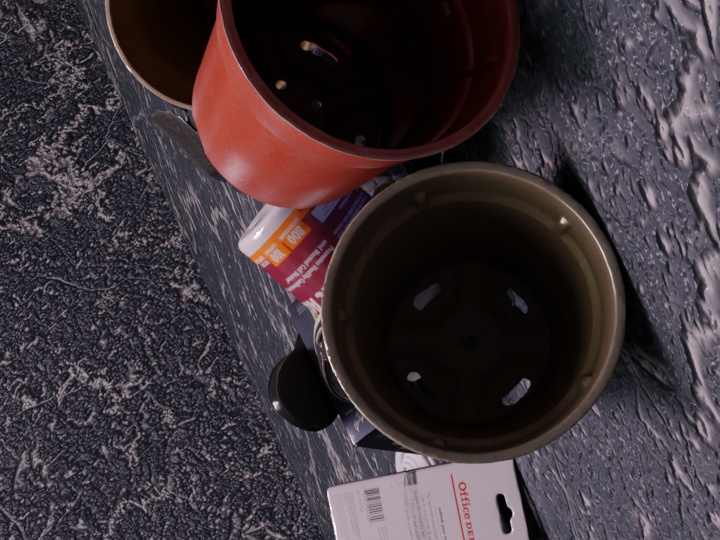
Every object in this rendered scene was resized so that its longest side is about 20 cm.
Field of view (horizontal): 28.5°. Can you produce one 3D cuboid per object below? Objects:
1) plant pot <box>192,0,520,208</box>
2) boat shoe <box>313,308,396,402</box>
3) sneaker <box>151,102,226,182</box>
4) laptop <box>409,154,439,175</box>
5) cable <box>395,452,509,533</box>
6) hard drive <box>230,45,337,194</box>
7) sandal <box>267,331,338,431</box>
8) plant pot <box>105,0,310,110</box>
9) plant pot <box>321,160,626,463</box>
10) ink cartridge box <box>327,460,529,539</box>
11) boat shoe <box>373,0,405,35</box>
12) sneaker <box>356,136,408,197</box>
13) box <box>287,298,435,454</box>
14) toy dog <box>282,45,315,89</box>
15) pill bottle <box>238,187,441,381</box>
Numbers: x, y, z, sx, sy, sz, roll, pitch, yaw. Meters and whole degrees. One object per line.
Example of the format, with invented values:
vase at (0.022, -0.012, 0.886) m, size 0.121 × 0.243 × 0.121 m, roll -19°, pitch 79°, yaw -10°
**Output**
plant pot at (-0.023, -0.139, 0.965) m, size 0.201 × 0.200 × 0.195 m, roll 66°, pitch 156°, yaw 6°
boat shoe at (-0.002, 0.058, 1.183) m, size 0.200 × 0.074 × 0.060 m, roll 106°, pitch 174°, yaw -50°
sneaker at (-0.112, -0.117, 1.366) m, size 0.200 × 0.060 × 0.104 m, roll 36°, pitch 155°, yaw 4°
laptop at (0.013, -0.114, 1.168) m, size 0.200 × 0.103 × 0.177 m, roll 46°, pitch 160°, yaw 23°
cable at (0.105, 0.267, 1.551) m, size 0.200 × 0.069 × 0.200 m, roll 83°, pitch 161°, yaw -48°
hard drive at (-0.057, -0.125, 1.205) m, size 0.042 × 0.135 × 0.200 m, roll 33°, pitch 169°, yaw -5°
sandal at (-0.051, 0.103, 1.341) m, size 0.075 × 0.048 × 0.200 m, roll 51°, pitch -159°, yaw -9°
plant pot at (-0.120, -0.256, 1.314) m, size 0.200 × 0.186 × 0.187 m, roll -72°, pitch -36°, yaw -73°
plant pot at (0.080, 0.040, 1.016) m, size 0.184 × 0.200 × 0.201 m, roll 66°, pitch 179°, yaw -80°
ink cartridge box at (0.078, 0.255, 1.425) m, size 0.068 × 0.199 × 0.117 m, roll 5°, pitch -108°, yaw -69°
boat shoe at (0.008, -0.264, 1.032) m, size 0.066 × 0.070 × 0.201 m, roll -18°, pitch 93°, yaw 66°
sneaker at (0.006, -0.092, 1.377) m, size 0.200 × 0.074 × 0.085 m, roll 59°, pitch -172°, yaw 27°
box at (0.030, 0.100, 1.374) m, size 0.200 × 0.051 × 0.158 m, roll 16°, pitch -140°, yaw -56°
toy dog at (-0.128, -0.177, 1.507) m, size 0.200 × 0.193 × 0.140 m, roll 84°, pitch -157°, yaw -68°
pill bottle at (0.000, 0.000, 1.263) m, size 0.200 × 0.114 × 0.114 m, roll 40°, pitch 171°, yaw -8°
